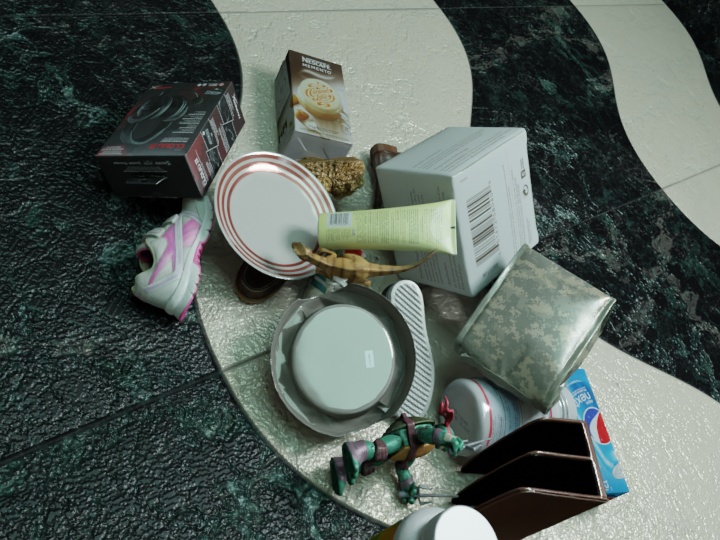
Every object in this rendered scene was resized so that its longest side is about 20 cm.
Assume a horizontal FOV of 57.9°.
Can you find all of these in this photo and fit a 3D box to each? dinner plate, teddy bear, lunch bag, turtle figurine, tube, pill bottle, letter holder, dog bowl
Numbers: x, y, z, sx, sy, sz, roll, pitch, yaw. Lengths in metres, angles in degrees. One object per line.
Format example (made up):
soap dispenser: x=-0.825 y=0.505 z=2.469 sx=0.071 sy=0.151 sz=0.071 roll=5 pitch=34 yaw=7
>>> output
dinner plate: x=-0.120 y=-0.078 z=0.936 sx=0.196 sy=0.024 sz=0.205 roll=18 pitch=56 yaw=-28
teddy bear: x=-0.090 y=-0.146 z=1.060 sx=0.196 sy=0.069 sz=0.144 roll=-10 pitch=22 yaw=-31
lunch bag: x=0.249 y=0.094 z=0.953 sx=0.162 sy=0.119 sz=0.200 roll=34 pitch=65 yaw=24
turtle figurine: x=0.064 y=0.240 z=0.846 sx=0.195 sy=0.152 sz=0.102 roll=-4 pitch=43 yaw=-21
tube: x=0.038 y=-0.057 z=0.920 sx=0.194 sy=0.059 sz=0.052 roll=-2 pitch=30 yaw=6
pill bottle: x=0.224 y=0.215 z=0.975 sx=0.195 sy=0.109 sz=0.111 roll=3 pitch=56 yaw=-29
pill bottle: x=0.068 y=0.336 z=0.732 sx=0.109 sy=0.201 sz=0.113 roll=15 pitch=50 yaw=-19
letter holder: x=0.192 y=0.275 z=0.849 sx=0.139 sy=0.201 sz=0.103 roll=11 pitch=52 yaw=-22
dog bowl: x=-0.025 y=0.122 z=0.884 sx=0.194 sy=0.059 sz=0.206 roll=3 pitch=75 yaw=-9

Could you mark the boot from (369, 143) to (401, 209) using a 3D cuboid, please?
boot: x=0.103 y=-0.135 z=1.183 sx=0.181 sy=0.065 sz=0.204 roll=4 pitch=52 yaw=-12

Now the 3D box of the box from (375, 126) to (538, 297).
box: x=0.160 y=-0.103 z=1.054 sx=0.198 sy=0.169 sz=0.203 roll=-33 pitch=121 yaw=-34

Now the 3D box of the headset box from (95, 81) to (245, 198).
headset box: x=-0.273 y=-0.186 z=0.946 sx=0.145 sy=0.078 sz=0.203 roll=3 pitch=46 yaw=17

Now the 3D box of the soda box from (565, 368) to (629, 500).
soda box: x=0.350 y=0.264 z=1.041 sx=0.063 sy=0.068 sz=0.204 roll=5 pitch=55 yaw=-26

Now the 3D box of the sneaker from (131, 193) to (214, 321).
sneaker: x=-0.257 y=-0.036 z=0.889 sx=0.086 sy=0.082 sz=0.204 roll=18 pitch=50 yaw=-20

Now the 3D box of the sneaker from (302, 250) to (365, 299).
sneaker: x=-0.036 y=0.011 z=0.977 sx=0.069 sy=0.094 sz=0.203 roll=23 pitch=49 yaw=-13

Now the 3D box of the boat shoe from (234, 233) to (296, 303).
boat shoe: x=-0.116 y=-0.034 z=0.980 sx=0.070 sy=0.071 sz=0.201 roll=38 pitch=48 yaw=-1

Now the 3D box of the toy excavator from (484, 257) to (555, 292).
toy excavator: x=0.274 y=0.079 z=1.113 sx=0.097 sy=0.206 sz=0.195 roll=-2 pitch=18 yaw=-16

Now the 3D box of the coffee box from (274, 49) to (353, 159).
coffee box: x=-0.088 y=-0.287 z=1.169 sx=0.112 sy=0.080 sz=0.204 roll=9 pitch=54 yaw=-25

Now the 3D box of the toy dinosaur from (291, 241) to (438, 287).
toy dinosaur: x=0.000 y=0.000 z=0.898 sx=0.194 sy=0.106 sz=0.062 roll=5 pitch=78 yaw=-6

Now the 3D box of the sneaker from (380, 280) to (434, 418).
sneaker: x=0.062 y=0.121 z=0.976 sx=0.076 sy=0.079 sz=0.206 roll=2 pitch=81 yaw=-22
